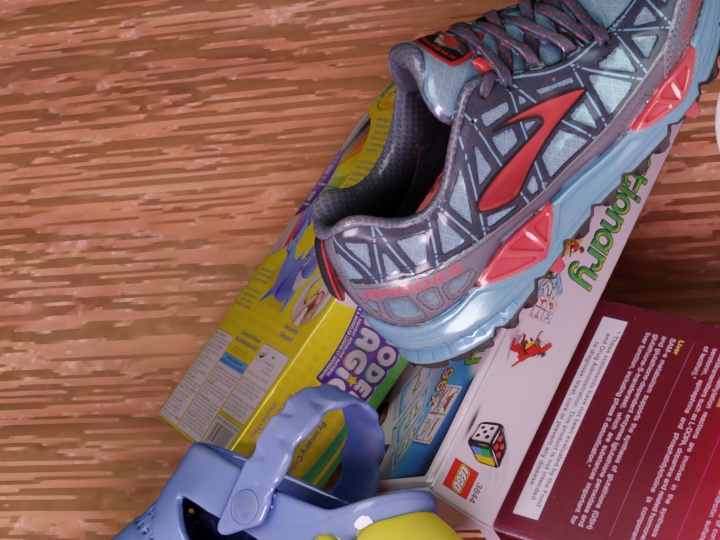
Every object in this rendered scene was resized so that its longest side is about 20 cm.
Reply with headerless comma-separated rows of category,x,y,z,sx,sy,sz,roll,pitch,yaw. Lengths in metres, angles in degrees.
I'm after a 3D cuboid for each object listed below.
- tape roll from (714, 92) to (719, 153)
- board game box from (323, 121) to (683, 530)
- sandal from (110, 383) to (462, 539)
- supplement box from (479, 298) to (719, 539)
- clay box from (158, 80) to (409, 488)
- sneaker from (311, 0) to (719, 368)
tape roll,0.231,-0.054,0.756,0.201,0.203,0.071,12,65,31
board game box,0.052,0.014,0.862,0.126,0.035,0.201,-16,43,62
sandal,-0.052,0.104,0.792,0.199,0.079,0.088,-22,68,23
supplement box,0.155,0.086,0.789,0.199,0.061,0.109,14,65,33
clay box,0.000,0.000,0.881,0.200,0.048,0.115,-54,19,-5
sneaker,0.059,-0.063,0.783,0.200,0.095,0.079,-54,29,-6
